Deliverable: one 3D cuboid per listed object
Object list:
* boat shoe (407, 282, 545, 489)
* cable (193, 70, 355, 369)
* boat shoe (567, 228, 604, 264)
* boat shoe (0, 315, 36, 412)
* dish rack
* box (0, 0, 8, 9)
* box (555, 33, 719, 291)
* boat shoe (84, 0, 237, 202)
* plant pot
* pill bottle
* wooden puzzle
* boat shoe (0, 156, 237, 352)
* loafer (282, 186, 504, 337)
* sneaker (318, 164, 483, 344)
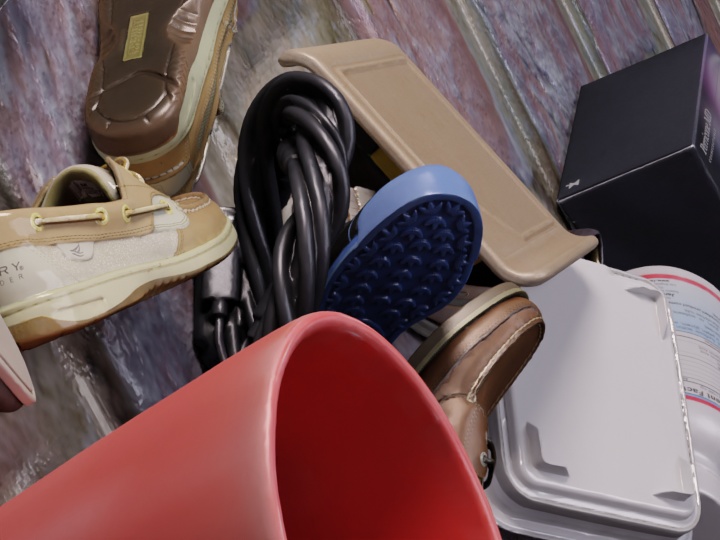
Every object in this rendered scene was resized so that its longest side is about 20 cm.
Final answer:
[{"bbox_3d":[0.035,0.093,1.226,0.068,0.200,0.072,33,-22,25],"label":"boat shoe"},{"bbox_3d":[-0.037,0.003,1.185,0.051,0.163,0.200,14,47,-16],"label":"cable"},{"bbox_3d":[0.137,0.050,1.630,0.072,0.065,0.200,49,29,-41],"label":"boat shoe"},{"bbox_3d":[-0.199,-0.010,0.964,0.200,0.057,0.067,56,5,-35],"label":"boat shoe"},{"bbox_3d":[0.140,0.073,1.543,0.171,0.044,0.201,14,55,-28],"label":"dish rack"},{"bbox_3d":[-0.219,-0.195,1.083,0.200,0.047,0.193,59,22,-18],"label":"box"},{"bbox_3d":[0.255,-0.042,1.909,0.199,0.123,0.200,57,24,-21],"label":"box"},{"bbox_3d":[-0.096,-0.107,1.270,0.200,0.071,0.076,-76,153,-44],"label":"boat shoe"},{"bbox_3d":[-0.057,0.137,0.969,0.200,0.177,0.201,49,29,-39],"label":"plant pot"},{"bbox_3d":[0.204,0.100,1.678,0.109,0.108,0.200,51,28,-34],"label":"pill bottle"},{"bbox_3d":[0.046,-0.064,1.480,0.200,0.037,0.185,43,15,6],"label":"wooden puzzle"},{"bbox_3d":[-0.116,-0.017,1.114,0.067,0.074,0.200,70,21,-5],"label":"boat shoe"},{"bbox_3d":[0.027,-0.011,1.442,0.200,0.063,0.072,27,45,-58],"label":"loafer"},{"bbox_3d":[0.000,0.000,1.241,0.070,0.200,0.078,10,50,-22],"label":"sneaker"}]
